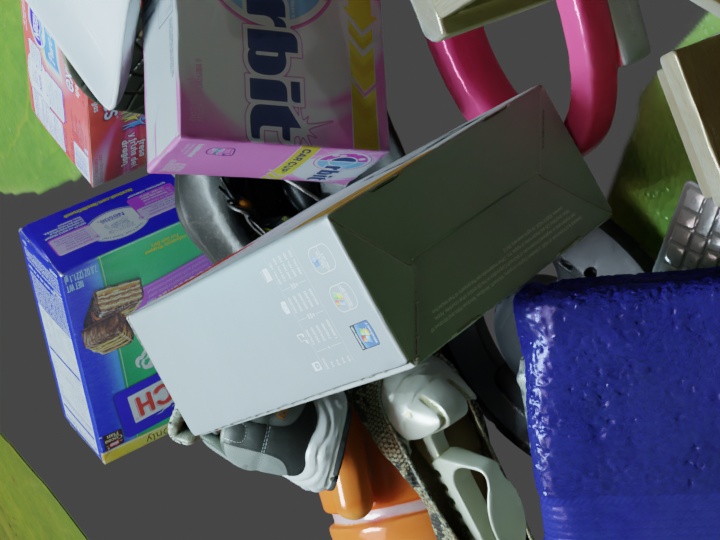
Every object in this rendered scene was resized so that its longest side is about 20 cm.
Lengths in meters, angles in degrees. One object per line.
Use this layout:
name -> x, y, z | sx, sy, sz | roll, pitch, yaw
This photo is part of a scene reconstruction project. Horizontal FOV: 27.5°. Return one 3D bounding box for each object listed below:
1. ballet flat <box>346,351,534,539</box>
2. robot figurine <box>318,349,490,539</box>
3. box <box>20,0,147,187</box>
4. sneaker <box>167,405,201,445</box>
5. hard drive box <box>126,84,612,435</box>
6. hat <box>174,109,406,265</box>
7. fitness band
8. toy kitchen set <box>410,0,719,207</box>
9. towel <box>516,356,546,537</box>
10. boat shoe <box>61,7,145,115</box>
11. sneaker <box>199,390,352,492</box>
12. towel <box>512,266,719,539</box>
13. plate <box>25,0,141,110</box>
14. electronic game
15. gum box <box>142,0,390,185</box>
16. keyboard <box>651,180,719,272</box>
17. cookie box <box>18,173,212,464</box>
ballet flat -> 0.055, 0.107, 0.843 | 0.200, 0.068, 0.075 | 61, 160, -3
robot figurine -> 0.025, 0.108, 0.937 | 0.144, 0.116, 0.201 | 146, 111, -80
box -> -0.189, -0.176, 1.100 | 0.103, 0.095, 0.200 | 47, 149, 29
sneaker -> -0.060, 0.064, 1.014 | 0.200, 0.089, 0.077 | -40, 102, 26
hard drive box -> 0.000, 0.000, 0.738 | 0.200, 0.156, 0.077 | -25, 97, 52
hat -> -0.026, -0.067, 0.908 | 0.200, 0.081, 0.201 | 16, 118, 34
fitness band -> 0.071, -0.146, 0.725 | 0.144, 0.037, 0.201 | 7, 119, 59
toy kitchen set -> 0.118, -0.059, 0.559 | 0.163, 0.180, 0.201 | -18, 94, 65
towel -> 0.179, 0.143, 0.768 | 0.192, 0.035, 0.201 | 11, 124, 35
boat shoe -> -0.149, -0.151, 0.996 | 0.074, 0.076, 0.200 | 63, -170, 19
sneaker -> -0.070, 0.072, 0.882 | 0.200, 0.079, 0.074 | -156, 79, -68
towel -> 0.153, 0.092, 0.681 | 0.147, 0.050, 0.201 | -5, 107, 14
plate -> -0.162, -0.212, 0.764 | 0.200, 0.032, 0.200 | 53, 151, 14
electronic game -> 0.110, 0.038, 0.819 | 0.200, 0.042, 0.200 | 34, 143, 30
gum box -> -0.054, -0.152, 0.780 | 0.066, 0.113, 0.201 | 152, 117, -64
keyboard -> 0.148, 0.058, 0.710 | 0.056, 0.011, 0.201 | 28, 115, 29
cookie box -> -0.158, 0.030, 1.154 | 0.075, 0.171, 0.200 | 42, 148, 41
